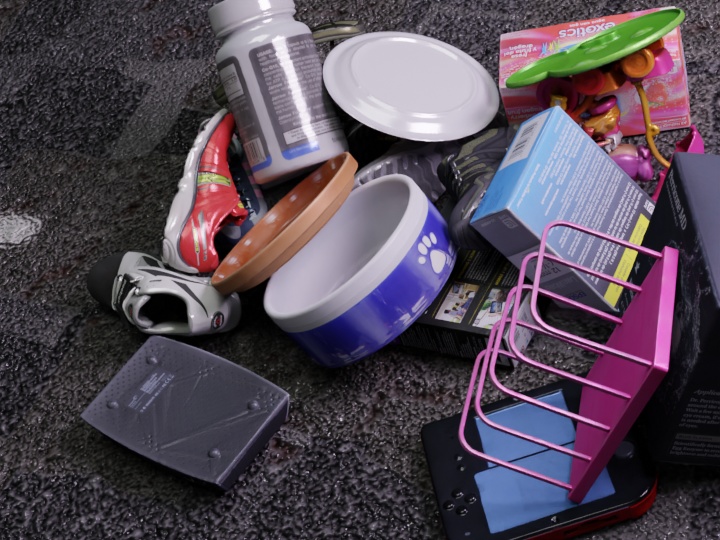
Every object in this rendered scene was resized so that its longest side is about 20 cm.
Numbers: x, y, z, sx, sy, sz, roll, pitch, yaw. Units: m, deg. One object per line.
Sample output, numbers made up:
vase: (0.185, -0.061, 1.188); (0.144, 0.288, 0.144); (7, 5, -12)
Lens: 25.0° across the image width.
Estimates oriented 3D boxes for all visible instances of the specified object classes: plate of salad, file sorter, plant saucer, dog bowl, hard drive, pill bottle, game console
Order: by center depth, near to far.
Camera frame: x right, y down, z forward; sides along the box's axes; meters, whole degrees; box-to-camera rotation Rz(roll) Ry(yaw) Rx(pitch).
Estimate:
file sorter: (0.177, 0.075, 1.409); (0.125, 0.201, 0.140); (19, 47, -3)
game console: (0.163, 0.177, 1.501); (0.199, 0.031, 0.178); (-18, 44, 4)
dog bowl: (0.000, 0.000, 1.648); (0.200, 0.079, 0.200); (-35, 23, 17)
hard drive: (-0.177, 0.148, 1.657); (0.199, 0.042, 0.135); (19, 57, 35)
plant saucer: (-0.076, -0.045, 1.704); (0.200, 0.032, 0.200); (-42, 12, 11)
plate of salad: (0.055, -0.198, 1.793); (0.198, 0.048, 0.201); (8, 42, -7)
pill bottle: (-0.094, -0.207, 1.795); (0.113, 0.201, 0.114); (-18, 2, 1)

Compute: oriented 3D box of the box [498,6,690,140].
box: (0.259, -0.210, 1.792); (0.198, 0.103, 0.095); (-7, 46, 14)

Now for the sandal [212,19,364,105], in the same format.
sandal: (-0.079, -0.237, 1.891); (0.200, 0.058, 0.080); (-27, 10, 17)

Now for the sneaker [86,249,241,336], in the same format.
sneaker: (-0.233, 0.027, 1.754); (0.199, 0.075, 0.088); (11, 17, 32)

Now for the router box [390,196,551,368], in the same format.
router box: (0.129, 0.000, 1.672); (0.148, 0.051, 0.201); (10, 51, 32)

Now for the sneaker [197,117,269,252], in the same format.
sneaker: (-0.152, -0.095, 1.856); (0.070, 0.082, 0.200); (-24, 44, -3)

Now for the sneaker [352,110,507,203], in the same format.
sneaker: (0.068, -0.122, 1.818); (0.199, 0.075, 0.082); (-28, 29, -16)

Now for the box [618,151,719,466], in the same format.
box: (0.320, 0.035, 1.435); (0.116, 0.201, 0.197); (5, 43, -9)

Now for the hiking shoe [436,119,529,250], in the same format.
hiking shoe: (0.122, -0.083, 1.678); (0.100, 0.076, 0.200); (-4, 31, 32)

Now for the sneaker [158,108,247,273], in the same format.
sneaker: (-0.162, -0.083, 1.792); (0.084, 0.077, 0.201); (19, 64, -7)

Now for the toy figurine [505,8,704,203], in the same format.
toy figurine: (0.272, -0.147, 1.675); (0.199, 0.185, 0.150); (-17, 16, 28)

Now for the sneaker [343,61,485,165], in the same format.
sneaker: (0.049, -0.191, 1.887); (0.199, 0.070, 0.090); (-32, 38, -17)

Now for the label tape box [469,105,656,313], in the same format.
label tape box: (0.219, -0.042, 1.613); (0.066, 0.200, 0.144); (-22, 32, 51)

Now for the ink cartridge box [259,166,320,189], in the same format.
ink cartridge box: (-0.096, -0.199, 1.947); (0.115, 0.067, 0.201); (-22, 43, 0)
